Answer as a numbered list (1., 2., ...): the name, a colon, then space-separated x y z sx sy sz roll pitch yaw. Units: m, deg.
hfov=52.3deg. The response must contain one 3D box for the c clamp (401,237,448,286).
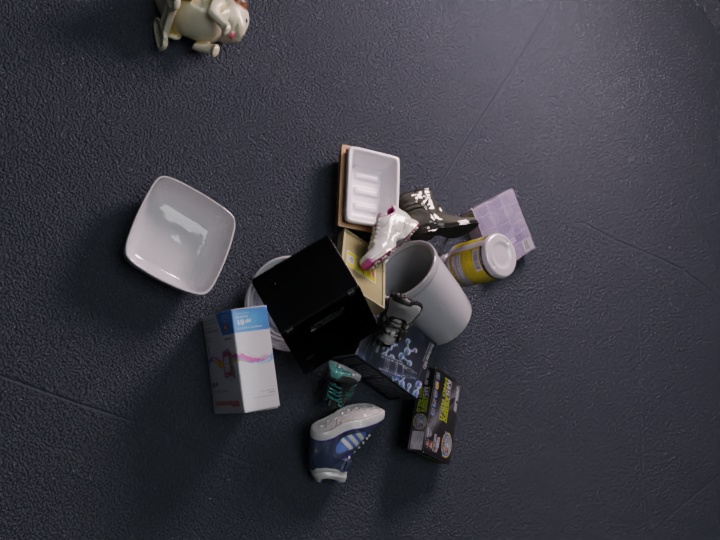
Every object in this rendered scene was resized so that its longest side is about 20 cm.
1. c clamp: 0.107 -0.026 1.795 0.198 0.027 0.173 11 106 -31

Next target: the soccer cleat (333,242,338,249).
1. soccer cleat: -0.110 0.011 1.644 0.081 0.067 0.202 34 64 -19

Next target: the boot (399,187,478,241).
1. boot: 0.189 -0.147 1.795 0.197 0.068 0.132 -7 66 -24

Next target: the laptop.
1. laptop: -0.091 0.073 1.526 0.186 0.116 0.201 -30 127 -6

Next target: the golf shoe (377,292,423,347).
1. golf shoe: 0.080 0.111 1.552 0.077 0.200 0.095 20 71 4

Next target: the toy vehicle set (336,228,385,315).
1. toy vehicle set: 0.000 0.000 1.642 0.124 0.027 0.201 34 31 -20

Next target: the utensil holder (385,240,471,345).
1. utensil holder: 0.151 0.056 1.738 0.200 0.168 0.171 48 56 -36

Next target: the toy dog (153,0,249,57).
1. toy dog: -0.335 -0.543 1.571 0.198 0.140 0.195 2 43 -34

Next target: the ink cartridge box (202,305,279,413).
1. ink cartridge box: -0.240 0.181 1.464 0.084 0.144 0.203 -6 84 -36

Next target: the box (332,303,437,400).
1. box: 0.057 0.187 1.700 0.199 0.107 0.150 38 61 -25

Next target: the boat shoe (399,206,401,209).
1. boat shoe: 0.125 -0.134 1.840 0.074 0.066 0.200 50 57 -17

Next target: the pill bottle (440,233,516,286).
1. pill bottle: 0.286 -0.020 1.850 0.110 0.199 0.113 8 76 -34

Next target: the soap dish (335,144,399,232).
1. soap dish: 0.014 -0.186 1.752 0.155 0.081 0.203 9 76 -25

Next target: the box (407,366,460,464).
1. box: 0.179 0.347 1.756 0.160 0.044 0.203 38 57 -52

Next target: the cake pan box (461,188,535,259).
1. cake pan box: 0.388 -0.111 2.036 0.199 0.052 0.186 -29 99 -36

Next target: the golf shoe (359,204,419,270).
1. golf shoe: 0.049 -0.075 1.663 0.092 0.075 0.200 47 50 1

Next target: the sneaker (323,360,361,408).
1. sneaker: -0.044 0.254 1.580 0.077 0.200 0.092 22 78 13

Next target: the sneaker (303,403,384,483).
1. sneaker: -0.032 0.387 1.612 0.198 0.080 0.149 -13 112 -39

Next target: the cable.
1. cable: -0.147 0.070 1.560 0.197 0.069 0.203 1 92 -10

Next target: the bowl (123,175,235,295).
1. bowl: -0.367 -0.061 1.467 0.198 0.074 0.202 30 64 -27
